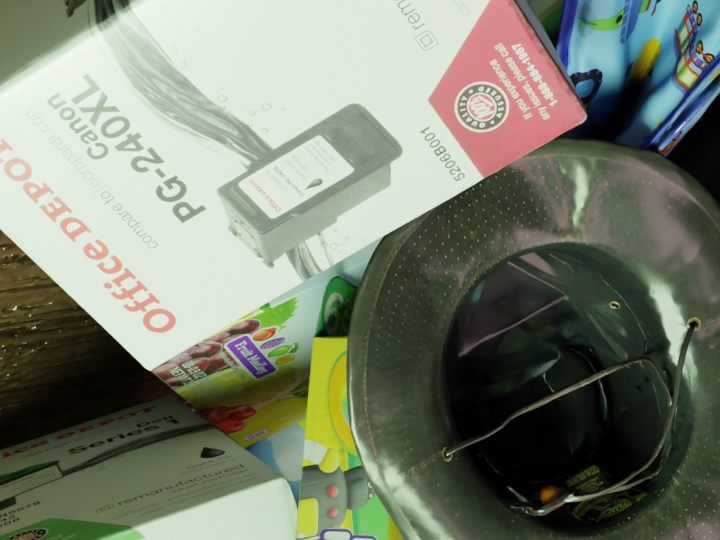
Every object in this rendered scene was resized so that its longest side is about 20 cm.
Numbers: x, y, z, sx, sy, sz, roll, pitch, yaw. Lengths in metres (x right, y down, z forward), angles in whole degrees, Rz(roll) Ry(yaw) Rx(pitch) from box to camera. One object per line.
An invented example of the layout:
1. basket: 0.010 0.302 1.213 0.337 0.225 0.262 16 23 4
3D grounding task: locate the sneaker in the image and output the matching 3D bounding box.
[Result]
1. sneaker: 0.210 -0.079 0.864 0.091 0.076 0.200 -51 177 24

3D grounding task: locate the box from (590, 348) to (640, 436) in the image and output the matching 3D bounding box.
1. box: 0.180 0.055 0.812 0.200 0.115 0.132 -42 168 35

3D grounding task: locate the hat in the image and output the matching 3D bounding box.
1. hat: 0.076 0.041 0.732 0.201 0.201 0.081 -31 -166 -9

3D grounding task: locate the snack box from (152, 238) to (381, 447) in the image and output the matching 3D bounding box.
1. snack box: 0.000 0.000 0.853 0.200 0.068 0.169 -27 159 3

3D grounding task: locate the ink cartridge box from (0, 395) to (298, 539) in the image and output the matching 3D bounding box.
1. ink cartridge box: -0.119 0.132 0.826 0.146 0.200 0.084 -17 103 -18

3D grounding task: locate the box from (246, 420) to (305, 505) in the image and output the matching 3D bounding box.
1. box: 0.001 0.114 1.019 0.200 0.122 0.048 -48 -179 21

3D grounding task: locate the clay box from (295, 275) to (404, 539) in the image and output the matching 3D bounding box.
1. clay box: 0.016 0.110 0.771 0.048 0.200 0.115 0 166 24

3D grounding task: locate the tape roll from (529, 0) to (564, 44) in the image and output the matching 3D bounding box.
1. tape roll: 0.048 -0.156 0.743 0.200 0.048 0.200 -27 151 -16

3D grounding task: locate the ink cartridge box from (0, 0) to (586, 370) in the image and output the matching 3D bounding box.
1. ink cartridge box: -0.042 -0.072 0.652 0.200 0.083 0.145 -31 130 12

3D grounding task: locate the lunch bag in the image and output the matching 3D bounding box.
1. lunch bag: 0.135 -0.113 0.733 0.151 0.094 0.200 -49 166 -37
